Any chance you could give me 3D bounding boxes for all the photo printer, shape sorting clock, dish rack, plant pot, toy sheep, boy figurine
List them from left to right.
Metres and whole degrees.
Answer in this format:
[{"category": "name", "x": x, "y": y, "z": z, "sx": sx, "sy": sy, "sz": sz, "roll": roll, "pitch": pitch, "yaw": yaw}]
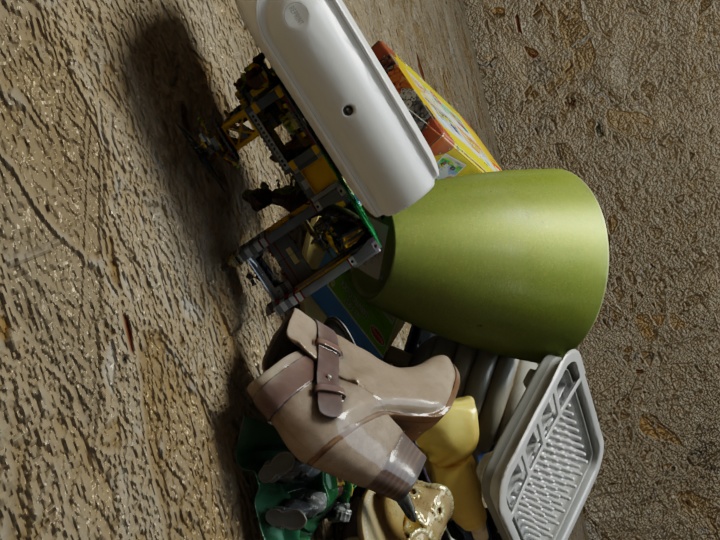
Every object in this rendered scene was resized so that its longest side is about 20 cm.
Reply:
[{"category": "photo printer", "x": -0.025, "y": -0.153, "z": 0.735, "sx": 0.201, "sy": 0.069, "sz": 0.167, "roll": 56, "pitch": 4, "yaw": -21}, {"category": "shape sorting clock", "x": 0.000, "y": 0.000, "z": 0.961, "sx": 0.199, "sy": 0.039, "sz": 0.204, "roll": -12, "pitch": 104, "yaw": -57}, {"category": "boy figurine", "x": 0.095, "y": 0.194, "z": 0.931, "sx": 0.125, "sy": 0.063, "sz": 0.202, "roll": -110, "pitch": -177, "yaw": -57}, {"category": "plant pot", "x": 0.094, "y": -0.011, "z": 0.904, "sx": 0.186, "sy": 0.197, "sz": 0.191, "roll": -15, "pitch": -107, "yaw": 62}, {"category": "toy sheep", "x": 0.117, "y": 0.123, "z": 1.021, "sx": 0.138, "sy": 0.197, "sz": 0.140, "roll": 15, "pitch": 90, "yaw": -81}, {"category": "dish rack", "x": 0.170, "y": 0.186, "z": 0.919, "sx": 0.173, "sy": 0.043, "sz": 0.201, "roll": -56, "pitch": 140, "yaw": -27}]

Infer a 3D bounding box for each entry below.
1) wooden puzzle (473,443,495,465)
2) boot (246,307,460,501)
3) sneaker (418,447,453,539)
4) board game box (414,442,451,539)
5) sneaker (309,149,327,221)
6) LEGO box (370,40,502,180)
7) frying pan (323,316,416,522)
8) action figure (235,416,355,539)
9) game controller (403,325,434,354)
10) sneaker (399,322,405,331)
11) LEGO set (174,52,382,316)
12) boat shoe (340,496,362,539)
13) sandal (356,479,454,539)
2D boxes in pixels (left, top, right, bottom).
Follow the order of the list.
[{"category": "wooden puzzle", "x": 0.133, "y": 0.194, "z": 1.169, "sx": 0.046, "sy": 0.183, "sz": 0.203, "roll": -37, "pitch": 114, "yaw": -44}, {"category": "boot", "x": -0.003, "y": 0.084, "z": 0.755, "sx": 0.146, "sy": 0.070, "sz": 0.200, "roll": 39, "pitch": 27, "yaw": -4}, {"category": "sneaker", "x": 0.086, "y": 0.239, "z": 1.136, "sx": 0.087, "sy": 0.074, "sz": 0.203, "roll": -51, "pitch": 127, "yaw": -63}, {"category": "board game box", "x": 0.056, "y": 0.211, "z": 1.011, "sx": 0.120, "sy": 0.032, "sz": 0.203, "roll": 53, "pitch": 16, "yaw": -74}, {"category": "sneaker", "x": -0.015, "y": -0.107, "z": 1.035, "sx": 0.079, "sy": 0.065, "sz": 0.202, "roll": 50, "pitch": 28, "yaw": -42}, {"category": "LEGO box", "x": 0.074, "y": -0.125, "z": 1.016, "sx": 0.199, "sy": 0.077, "sz": 0.150, "roll": 30, "pitch": 26, "yaw": -52}, {"category": "frying pan", "x": -0.008, "y": 0.135, "z": 0.851, "sx": 0.115, "sy": 0.030, "sz": 0.193, "roll": 129, "pitch": -54, "yaw": -66}, {"category": "action figure", "x": -0.036, "y": 0.173, "z": 0.788, "sx": 0.200, "sy": 0.054, "sz": 0.120, "roll": 26, "pitch": 53, "yaw": -74}, {"category": "game controller", "x": 0.077, "y": 0.042, "z": 1.125, "sx": 0.104, "sy": 0.041, "sz": 0.203, "roll": -167, "pitch": -86, "yaw": -82}, {"category": "sneaker", "x": 0.036, "y": 0.013, "z": 1.121, "sx": 0.202, "sy": 0.073, "sz": 0.088, "roll": -88, "pitch": 158, "yaw": -46}, {"category": "LEGO set", "x": -0.073, "y": -0.059, "z": 0.781, "sx": 0.201, "sy": 0.115, "sz": 0.154, "roll": 57, "pitch": 4, "yaw": -22}, {"category": "boat shoe", "x": 0.033, "y": 0.274, "z": 0.924, "sx": 0.200, "sy": 0.071, "sz": 0.073, "roll": 51, "pitch": 31, "yaw": -46}, {"category": "sandal", "x": 0.047, "y": 0.202, "z": 0.845, "sx": 0.078, "sy": 0.069, "sz": 0.212, "roll": 51, "pitch": 14, "yaw": -14}]
